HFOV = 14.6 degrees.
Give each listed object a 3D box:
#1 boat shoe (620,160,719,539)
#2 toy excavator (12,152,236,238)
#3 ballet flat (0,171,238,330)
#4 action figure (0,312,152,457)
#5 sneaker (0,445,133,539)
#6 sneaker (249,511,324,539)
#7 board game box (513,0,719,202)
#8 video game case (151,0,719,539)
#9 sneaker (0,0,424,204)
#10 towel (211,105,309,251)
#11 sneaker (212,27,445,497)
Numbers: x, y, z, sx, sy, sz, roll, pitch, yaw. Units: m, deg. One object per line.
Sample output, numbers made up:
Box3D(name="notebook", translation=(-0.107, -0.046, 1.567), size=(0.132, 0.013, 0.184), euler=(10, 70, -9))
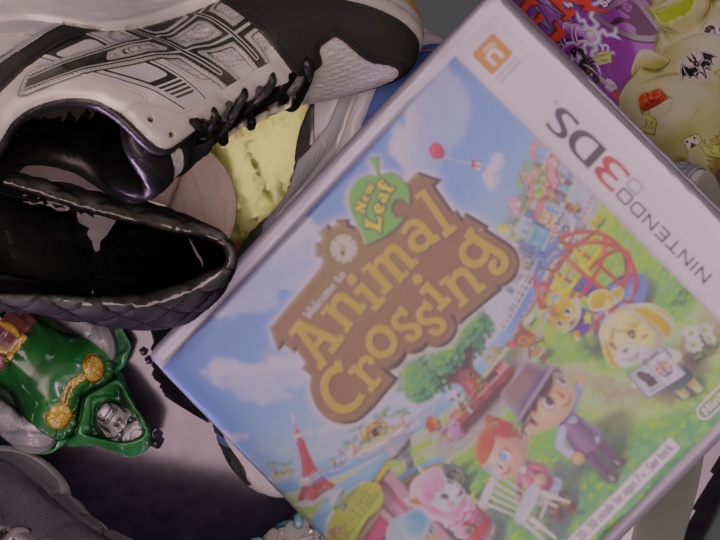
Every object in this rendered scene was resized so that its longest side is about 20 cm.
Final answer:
Box3D(name="boat shoe", translation=(0.097, 0.052, 1.127), size=(0.071, 0.070, 0.202), euler=(11, 100, 27))
Box3D(name="toy excavator", translation=(-0.174, -0.027, 1.108), size=(0.200, 0.100, 0.195), euler=(-43, 93, -15))
Box3D(name="ballet flat", translation=(-0.141, -0.015, 1.046), size=(0.199, 0.057, 0.067), euler=(4, 72, -24))
Box3D(name="action figure", translation=(-0.169, 0.015, 1.174), size=(0.199, 0.055, 0.118), euler=(35, 83, -7))
Box3D(name="sneaker", translation=(-0.134, 0.128, 1.110), size=(0.199, 0.115, 0.075), euler=(28, 99, 40))
Box3D(name="sneaker", translation=(0.002, 0.111, 1.175), size=(0.198, 0.078, 0.087), euler=(-6, 90, -6))
Box3D(name="board game box", translation=(0.125, -0.090, 1.103), size=(0.120, 0.032, 0.200), euler=(49, 136, 1))
Box3D(name="video game case", translation=(0.048, 0.027, 1.083), size=(0.182, 0.022, 0.200), euler=(45, 101, 5))
Box3D(name="sneaker", translation=(-0.069, -0.064, 1.063), size=(0.198, 0.076, 0.088), euler=(-5, 62, -15))
Box3D(name="towel", translation=(-0.043, -0.044, 1.183), size=(0.086, 0.018, 0.201), euler=(-22, 94, 0))
Box3D(name="sneaker", translation=(0.000, 0.000, 1.129), size=(0.077, 0.076, 0.201), euler=(24, 97, 33))
